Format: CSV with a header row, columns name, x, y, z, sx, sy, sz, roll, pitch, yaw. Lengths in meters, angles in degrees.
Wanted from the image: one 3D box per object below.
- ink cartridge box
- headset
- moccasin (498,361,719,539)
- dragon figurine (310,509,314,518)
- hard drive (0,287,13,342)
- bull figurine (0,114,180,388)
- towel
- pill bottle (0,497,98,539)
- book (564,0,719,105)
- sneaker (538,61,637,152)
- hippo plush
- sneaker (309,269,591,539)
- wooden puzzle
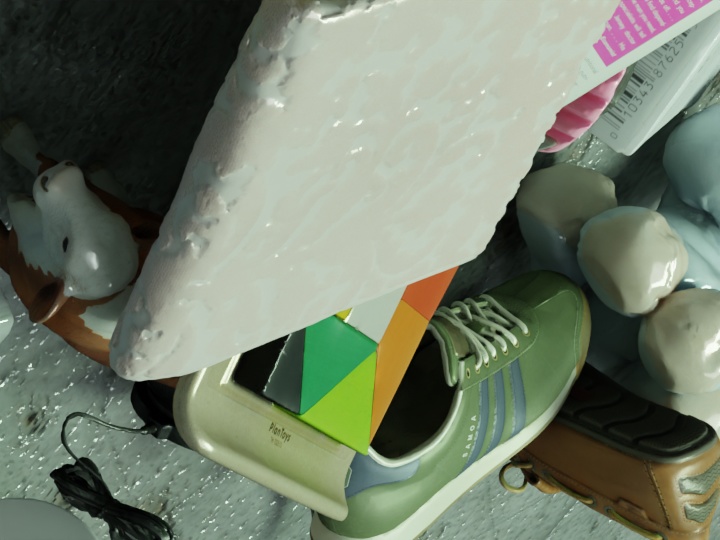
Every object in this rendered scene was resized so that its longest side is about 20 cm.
name,x,y,z,sx,sy,sz,roll,pitch,yaw
ink cartridge box,0.189,-0.158,1.410,0.198,0.047,0.200,-57,176,17
headset,-0.062,0.045,1.307,0.200,0.094,0.124,-42,152,-32
moccasin,0.105,0.086,1.470,0.073,0.201,0.078,-26,125,-39
dragon figurine,-0.014,0.094,1.463,0.099,0.059,0.201,-9,129,-45
hard drive,-0.246,0.062,1.116,0.199,0.026,0.132,-16,161,-42
bull figurine,-0.106,-0.004,1.160,0.065,0.121,0.200,-46,151,0
towel,0.007,-0.052,1.066,0.190,0.032,0.201,-21,150,-39
pill bottle,-0.153,0.187,1.326,0.112,0.112,0.200,-34,156,-20
book,0.099,-0.144,1.135,0.199,0.048,0.134,-31,129,9
sneaker,0.113,-0.140,1.238,0.095,0.079,0.201,-30,150,-47
hippo plush,0.183,0.005,1.510,0.160,0.159,0.201,-33,148,-21
sneaker,0.046,0.051,1.383,0.200,0.067,0.090,-45,149,-30
wooden puzzle,0.000,0.000,1.218,0.201,0.037,0.185,-68,157,-6
